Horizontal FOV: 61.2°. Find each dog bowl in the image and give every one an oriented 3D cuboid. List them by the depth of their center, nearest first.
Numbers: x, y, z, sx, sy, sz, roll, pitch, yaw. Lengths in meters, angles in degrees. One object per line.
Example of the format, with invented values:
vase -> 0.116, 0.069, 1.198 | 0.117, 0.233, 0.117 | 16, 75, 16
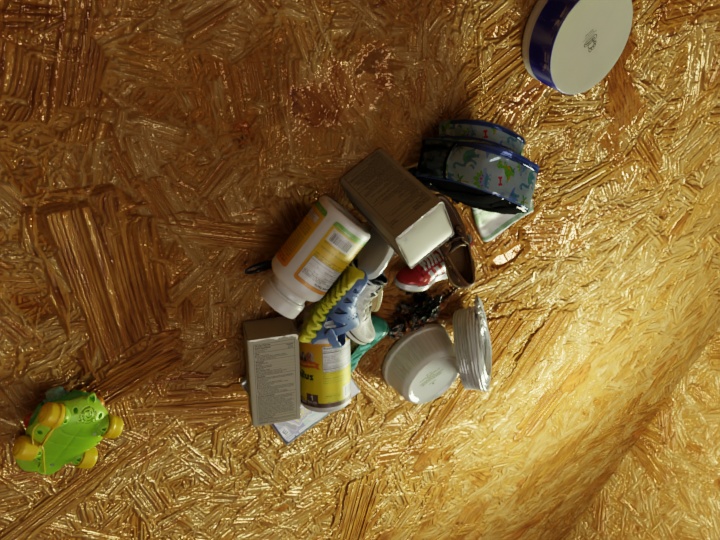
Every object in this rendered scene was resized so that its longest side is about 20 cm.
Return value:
dog bowl -> 0.398, -0.433, 1.118 | 0.197, 0.079, 0.202 | -20, 134, -21

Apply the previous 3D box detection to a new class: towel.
towel -> 0.305, -0.164, 1.316 | 0.148, 0.031, 0.201 | -36, 138, -6

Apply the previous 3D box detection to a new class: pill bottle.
pill bottle -> -0.084, -0.019, 1.054 | 0.201, 0.111, 0.111 | -50, 137, 9
pill bottle -> -0.074, 0.173, 1.225 | 0.108, 0.109, 0.204 | -9, 105, -30

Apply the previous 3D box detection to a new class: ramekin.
ramekin -> 0.159, 0.239, 1.504 | 0.200, 0.094, 0.205 | -20, 135, -21

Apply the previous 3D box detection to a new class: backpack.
backpack -> 0.219, -0.190, 1.104 | 0.181, 0.199, 0.149 | 12, 98, -40

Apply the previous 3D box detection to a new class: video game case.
video game case -> -0.126, 0.247, 1.296 | 0.199, 0.023, 0.184 | -35, 110, -6

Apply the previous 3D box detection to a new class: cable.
cable -> 0.272, 0.189, 1.475 | 0.068, 0.202, 0.201 | -6, 139, 19

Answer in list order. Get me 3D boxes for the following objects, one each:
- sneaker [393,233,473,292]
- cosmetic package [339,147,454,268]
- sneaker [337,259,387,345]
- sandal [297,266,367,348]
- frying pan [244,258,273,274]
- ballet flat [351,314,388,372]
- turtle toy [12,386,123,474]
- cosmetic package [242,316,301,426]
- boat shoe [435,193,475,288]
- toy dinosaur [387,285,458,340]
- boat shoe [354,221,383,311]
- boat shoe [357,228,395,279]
sneaker -> 0.159, -0.028, 1.294 | 0.198, 0.071, 0.114 | -18, 138, -33
cosmetic package -> 0.060, -0.111, 1.053 | 0.103, 0.200, 0.088 | -36, 137, -3
sneaker -> 0.009, 0.062, 1.161 | 0.114, 0.076, 0.202 | -13, 127, 24
sandal -> -0.035, 0.073, 1.100 | 0.086, 0.080, 0.201 | 29, 130, -10
frying pan -> -0.115, -0.021, 1.130 | 0.188, 0.031, 0.116 | -32, 137, -4
ballet flat -> -0.024, 0.173, 1.349 | 0.070, 0.067, 0.201 | 37, 100, -23
turtle toy -> -0.514, 0.275, 1.038 | 0.200, 0.101, 0.145 | -48, 138, 9
cosmetic package -> -0.174, 0.200, 1.201 | 0.102, 0.073, 0.203 | -6, 115, -17
boat shoe -> 0.189, -0.059, 1.225 | 0.071, 0.068, 0.203 | -22, 98, -6
toy dinosaur -> 0.140, 0.080, 1.380 | 0.201, 0.101, 0.136 | -51, 156, -14
boat shoe -> 0.000, 0.000, 1.210 | 0.064, 0.071, 0.203 | -18, 124, -16
boat shoe -> 0.055, -0.062, 1.131 | 0.068, 0.071, 0.202 | 46, 52, -40
